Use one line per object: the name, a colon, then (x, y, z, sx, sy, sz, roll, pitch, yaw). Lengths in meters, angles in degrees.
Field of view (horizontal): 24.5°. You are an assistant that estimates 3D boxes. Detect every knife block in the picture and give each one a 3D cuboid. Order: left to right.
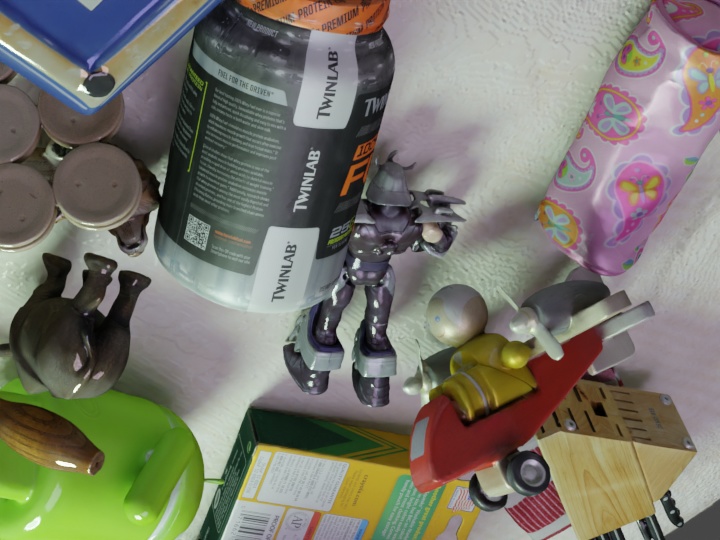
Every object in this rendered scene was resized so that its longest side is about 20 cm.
knife block: (0.182, 0.174, 1.349, 0.199, 0.064, 0.176, 11, 128, -28)

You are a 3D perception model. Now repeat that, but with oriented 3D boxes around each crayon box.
crayon box: (-0.013, 0.187, 1.306, 0.199, 0.052, 0.126, 12, 117, -21)

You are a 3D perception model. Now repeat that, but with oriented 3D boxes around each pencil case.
pencil case: (0.193, -0.092, 1.126, 0.087, 0.088, 0.201, 5, 130, -24)

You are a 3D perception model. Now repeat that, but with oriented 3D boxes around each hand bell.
hand bell: (-0.243, 0.081, 1.034, 0.104, 0.199, 0.104, -51, 154, -36)

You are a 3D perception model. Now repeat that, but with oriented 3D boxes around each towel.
towel: (0.170, 0.150, 1.383, 0.144, 0.023, 0.200, -29, 135, 9)

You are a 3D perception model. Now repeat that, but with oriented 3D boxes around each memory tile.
memory tile: (-0.232, -0.075, 0.949, 0.199, 0.154, 0.017, -14, 165, -7)

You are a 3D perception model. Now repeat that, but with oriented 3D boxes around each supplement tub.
supplement tub: (-0.050, -0.086, 1.000, 0.122, 0.123, 0.201, 3, 121, -22)

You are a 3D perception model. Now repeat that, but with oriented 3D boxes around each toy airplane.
toy airplane: (0.111, 0.057, 1.187, 0.141, 0.199, 0.200, 45, 107, -3)

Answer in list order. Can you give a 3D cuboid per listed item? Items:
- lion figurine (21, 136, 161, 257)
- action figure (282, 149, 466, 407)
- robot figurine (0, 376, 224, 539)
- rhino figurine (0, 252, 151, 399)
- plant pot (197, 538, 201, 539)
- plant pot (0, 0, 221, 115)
lion figurine: (-0.222, -0.051, 1.020, 0.199, 0.122, 0.073, 4, 90, -3)
action figure: (0.000, 0.000, 1.153, 0.129, 0.070, 0.201, 5, 126, -15)
robot figurine: (-0.194, 0.140, 1.167, 0.175, 0.116, 0.200, -17, 155, 39)
rhino figurine: (-0.192, 0.037, 1.055, 0.060, 0.200, 0.088, 21, 81, -24)
plant pot: (-0.083, 0.329, 1.337, 0.199, 0.178, 0.200, 10, 134, -22)
plant pot: (-0.145, -0.209, 0.823, 0.200, 0.180, 0.200, -39, 131, 17)
